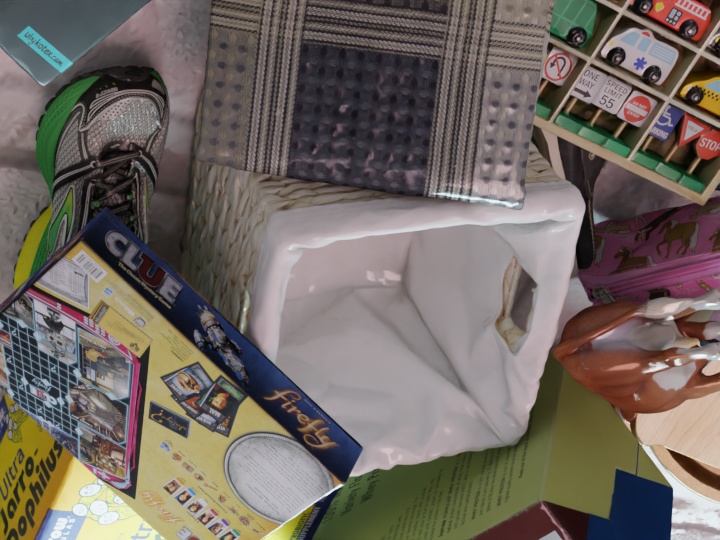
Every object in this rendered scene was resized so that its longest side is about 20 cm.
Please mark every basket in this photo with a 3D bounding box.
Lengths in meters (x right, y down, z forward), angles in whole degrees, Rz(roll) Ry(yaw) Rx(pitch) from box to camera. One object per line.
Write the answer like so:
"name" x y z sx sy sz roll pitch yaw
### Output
"basket" 0.000 0.000 1.401 0.199 0.161 0.199 -9 132 -23

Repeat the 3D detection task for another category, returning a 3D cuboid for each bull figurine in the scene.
"bull figurine" 0.188 0.054 1.462 0.121 0.066 0.200 -14 170 19

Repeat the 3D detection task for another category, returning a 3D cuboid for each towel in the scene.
"towel" 0.013 -0.144 1.282 0.191 0.035 0.201 8 98 -5

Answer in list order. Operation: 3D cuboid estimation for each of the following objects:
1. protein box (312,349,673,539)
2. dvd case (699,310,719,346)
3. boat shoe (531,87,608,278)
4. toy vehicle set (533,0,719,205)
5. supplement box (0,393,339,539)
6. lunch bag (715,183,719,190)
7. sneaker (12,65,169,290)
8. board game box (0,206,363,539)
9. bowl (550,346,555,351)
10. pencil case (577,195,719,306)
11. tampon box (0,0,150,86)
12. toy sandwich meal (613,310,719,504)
"protein box" 0.081 0.188 1.502 0.199 0.199 0.135 -31 108 22
"dvd case" 0.334 -0.001 1.543 0.200 0.142 0.018 -54 153 -20
"boat shoe" 0.137 -0.077 1.472 0.067 0.072 0.201 -19 132 -12
"toy vehicle set" 0.162 -0.129 1.391 0.199 0.027 0.125 22 109 -30
"supplement box" -0.125 0.122 1.476 0.199 0.110 0.109 6 125 -32
"lunch bag" 0.300 -0.139 1.507 0.199 0.076 0.161 -13 131 -17
"sneaker" -0.145 -0.030 1.348 0.078 0.085 0.201 -5 129 -25
"board game box" -0.114 0.073 1.324 0.200 0.035 0.135 44 130 -11
"bowl" 0.126 0.158 1.663 0.200 0.091 0.202 -15 133 -17
"pencil case" 0.232 -0.012 1.504 0.083 0.087 0.199 34 149 -32
"tampon box" -0.140 -0.224 1.146 0.200 0.126 0.150 -38 137 6
"toy sandwich meal" 0.278 0.084 1.611 0.204 0.070 0.206 0 108 0
